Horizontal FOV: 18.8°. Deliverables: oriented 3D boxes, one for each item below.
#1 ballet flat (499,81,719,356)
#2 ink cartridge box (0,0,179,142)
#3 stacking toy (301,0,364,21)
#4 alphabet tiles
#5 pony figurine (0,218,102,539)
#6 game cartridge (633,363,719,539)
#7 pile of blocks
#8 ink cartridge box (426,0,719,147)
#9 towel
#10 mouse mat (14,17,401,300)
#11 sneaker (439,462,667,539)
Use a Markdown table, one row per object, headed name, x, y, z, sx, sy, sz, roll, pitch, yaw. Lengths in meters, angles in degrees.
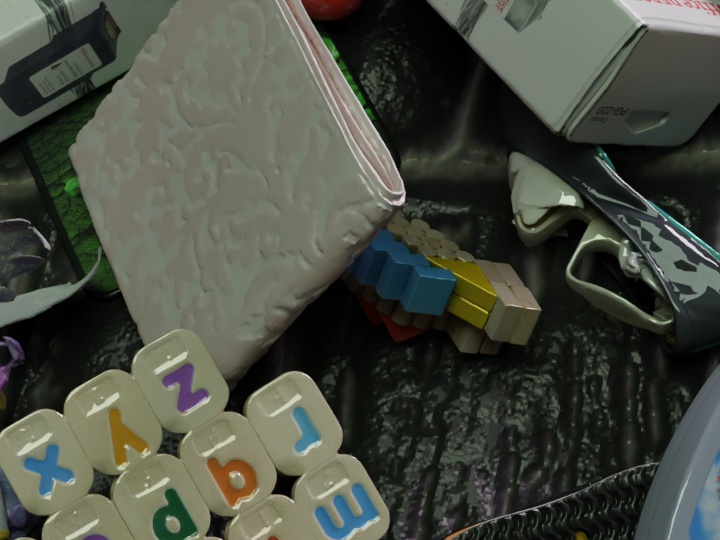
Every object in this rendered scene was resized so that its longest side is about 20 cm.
| name | x | y | z | sx | sy | sz | roll | pitch | yaw |
| --- | --- | --- | --- | --- | --- | --- | --- | --- | --- |
| ballet flat | 0.127 | -0.026 | 1.189 | 0.073 | 0.073 | 0.200 | -37 | 67 | -16 |
| ink cartridge box | -0.215 | -0.164 | 1.279 | 0.200 | 0.084 | 0.145 | -31 | 59 | -12 |
| stacking toy | 0.022 | -0.232 | 1.307 | 0.085 | 0.085 | 0.200 | 28 | 69 | 18 |
| alphabet tiles | -0.089 | 0.140 | 1.095 | 0.200 | 0.015 | 0.196 | -31 | 92 | -13 |
| pony figurine | -0.231 | 0.054 | 1.140 | 0.193 | 0.167 | 0.201 | -13 | 76 | 6 |
| game cartridge | 0.209 | 0.123 | 1.081 | 0.133 | 0.040 | 0.200 | 34 | 65 | -11 |
| pile of blocks | 0.000 | 0.000 | 1.181 | 0.200 | 0.062 | 0.082 | 31 | 28 | 21 |
| ink cartridge box | 0.108 | -0.165 | 1.218 | 0.200 | 0.145 | 0.085 | 50 | 119 | 24 |
| towel | -0.072 | -0.050 | 1.159 | 0.032 | 0.200 | 0.191 | 1 | 53 | -42 |
| mouse mat | -0.094 | -0.081 | 1.272 | 0.200 | 0.008 | 0.161 | -23 | 62 | -9 |
| sneaker | 0.103 | 0.143 | 1.095 | 0.200 | 0.090 | 0.070 | -10 | 84 | -28 |
